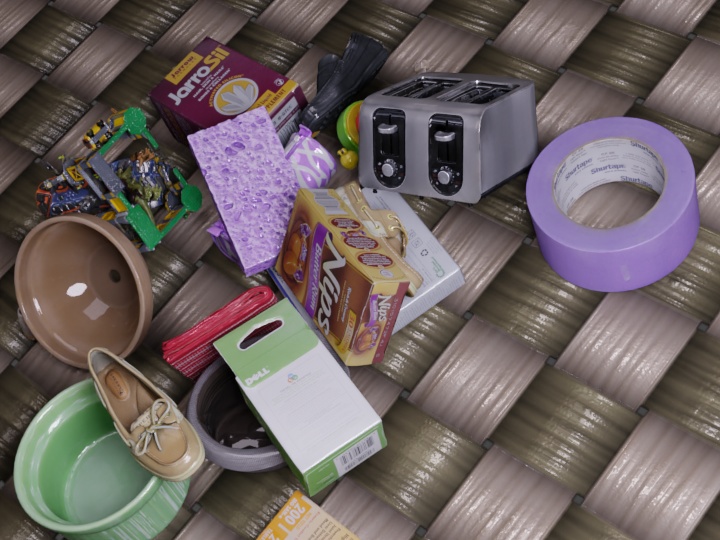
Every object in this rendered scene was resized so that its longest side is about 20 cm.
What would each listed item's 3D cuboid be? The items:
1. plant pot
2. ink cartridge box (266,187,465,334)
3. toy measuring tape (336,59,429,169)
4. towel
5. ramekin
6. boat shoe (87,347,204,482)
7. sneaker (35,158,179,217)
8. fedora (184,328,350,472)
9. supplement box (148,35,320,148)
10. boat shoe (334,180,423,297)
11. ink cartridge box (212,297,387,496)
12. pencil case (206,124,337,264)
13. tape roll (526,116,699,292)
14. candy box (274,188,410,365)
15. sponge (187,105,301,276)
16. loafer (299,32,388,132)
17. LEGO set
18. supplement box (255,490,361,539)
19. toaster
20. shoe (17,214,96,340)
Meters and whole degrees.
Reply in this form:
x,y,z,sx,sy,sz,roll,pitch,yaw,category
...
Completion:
x,y,z,sx,sy,sz,roll,pitch,yaw,category
-0.340,0.019,1.685,0.199,0.203,0.093,6,16,23,plant pot
0.000,0.000,1.636,0.199,0.041,0.200,-32,52,-5,ink cartridge box
0.021,-0.223,1.766,0.073,0.074,0.201,19,66,30,toy measuring tape
-0.155,0.078,1.540,0.144,0.200,0.023,-32,76,-4,towel
-0.297,0.233,1.537,0.198,0.098,0.202,-10,53,13,ramekin
-0.249,0.161,1.467,0.073,0.063,0.200,-42,53,-14,boat shoe
-0.351,-0.120,1.827,0.198,0.076,0.078,-5,12,-1,sneaker
-0.102,0.167,1.519,0.199,0.091,0.177,-27,52,-10,fedora
-0.175,-0.221,1.818,0.199,0.103,0.131,31,71,35,supplement box
0.020,-0.046,1.587,0.066,0.074,0.200,-40,53,-4,boat shoe
-0.068,0.137,1.437,0.103,0.060,0.200,-32,57,-13,ink cartridge box
-0.114,-0.096,1.718,0.083,0.086,0.201,26,68,31,pencil case
0.302,-0.080,1.559,0.198,0.085,0.202,-9,54,13,tape roll
-0.025,0.004,1.528,0.056,0.118,0.200,-3,36,-33,candy box
-0.134,-0.102,1.660,0.111,0.030,0.201,-22,71,-10,sponge
-0.034,-0.260,1.788,0.070,0.068,0.201,38,49,0,loafer
-0.322,-0.112,1.747,0.115,0.200,0.155,-8,43,44,LEGO set
-0.030,0.343,1.378,0.199,0.074,0.126,30,70,34,supplement box
0.119,-0.169,1.627,0.180,0.120,0.200,12,26,33,toaster
-0.402,0.000,1.770,0.069,0.054,0.201,13,61,27,shoe
